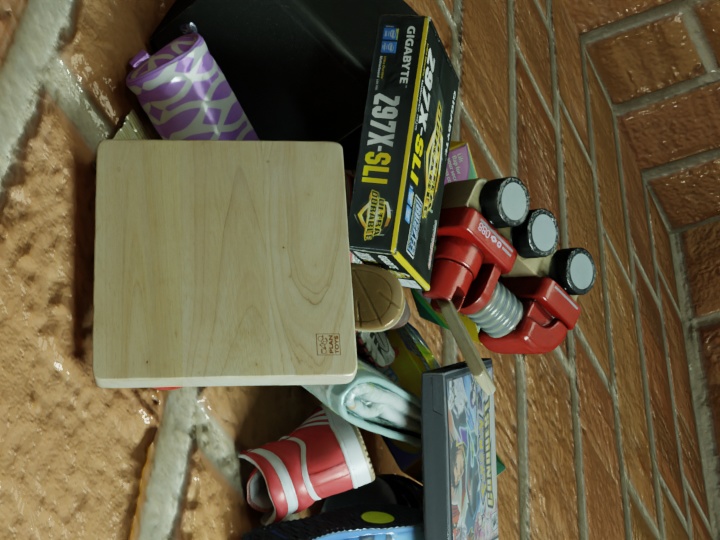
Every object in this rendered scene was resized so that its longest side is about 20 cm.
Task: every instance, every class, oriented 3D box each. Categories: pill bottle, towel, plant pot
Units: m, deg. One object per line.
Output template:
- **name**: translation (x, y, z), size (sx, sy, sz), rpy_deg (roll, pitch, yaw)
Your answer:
- **pill bottle**: translation (0.042, 0.266, 1.274), size (0.200, 0.110, 0.113), rpy_deg (40, 38, -55)
- **towel**: translation (-0.021, 0.096, 1.170), size (0.049, 0.170, 0.200), rpy_deg (-58, 144, -3)
- **plant pot**: translation (-0.084, -0.216, 1.236), size (0.178, 0.198, 0.201), rpy_deg (46, 30, -20)

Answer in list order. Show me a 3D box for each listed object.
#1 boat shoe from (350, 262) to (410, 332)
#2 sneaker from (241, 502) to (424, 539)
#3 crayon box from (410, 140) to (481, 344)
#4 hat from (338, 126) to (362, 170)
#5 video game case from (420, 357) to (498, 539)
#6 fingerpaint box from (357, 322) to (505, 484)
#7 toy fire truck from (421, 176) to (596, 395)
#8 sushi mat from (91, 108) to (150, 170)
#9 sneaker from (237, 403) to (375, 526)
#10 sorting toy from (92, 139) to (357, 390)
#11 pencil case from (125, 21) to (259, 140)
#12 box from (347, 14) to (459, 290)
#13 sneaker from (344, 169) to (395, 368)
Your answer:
- **boat shoe**: translation (-0.050, 0.015, 1.113), size (0.072, 0.197, 0.073), rpy_deg (38, 63, -71)
- **sneaker**: translation (-0.018, 0.253, 1.116), size (0.198, 0.066, 0.080), rpy_deg (-6, 101, -34)
- **crayon box**: translation (0.087, -0.037, 1.382), size (0.172, 0.058, 0.203), rpy_deg (23, -46, 70)
- **hat**: translation (0.002, -0.102, 1.282), size (0.200, 0.080, 0.204), rpy_deg (172, -90, -73)
- **video game case**: translation (0.093, 0.187, 1.173), size (0.180, 0.025, 0.203), rpy_deg (0, 89, -71)
- **fingerpaint box**: translation (0.052, 0.127, 1.343), size (0.201, 0.073, 0.167), rpy_deg (57, 8, 31)
- **toy fire truck**: translation (0.128, 0.035, 1.213), size (0.176, 0.128, 0.202), rpy_deg (41, 63, -32)
- **sushi mat**: translation (-0.164, -0.037, 1.125), size (0.201, 0.012, 0.096), rpy_deg (61, 24, -28)
- **sneaker**: translation (-0.057, 0.174, 1.181), size (0.200, 0.111, 0.072), rpy_deg (172, -103, -82)
- **sorting toy**: translation (-0.109, 0.002, 1.021), size (0.070, 0.196, 0.203), rpy_deg (108, -20, -64)
- **pencil case**: translation (-0.136, -0.112, 1.153), size (0.084, 0.085, 0.202), rpy_deg (-44, 117, -36)
- **box**: translation (0.039, -0.098, 1.116), size (0.160, 0.049, 0.203), rpy_deg (39, 59, -71)
- **sneaker**: translation (0.000, 0.000, 1.219), size (0.078, 0.081, 0.202), rpy_deg (29, -40, 63)
